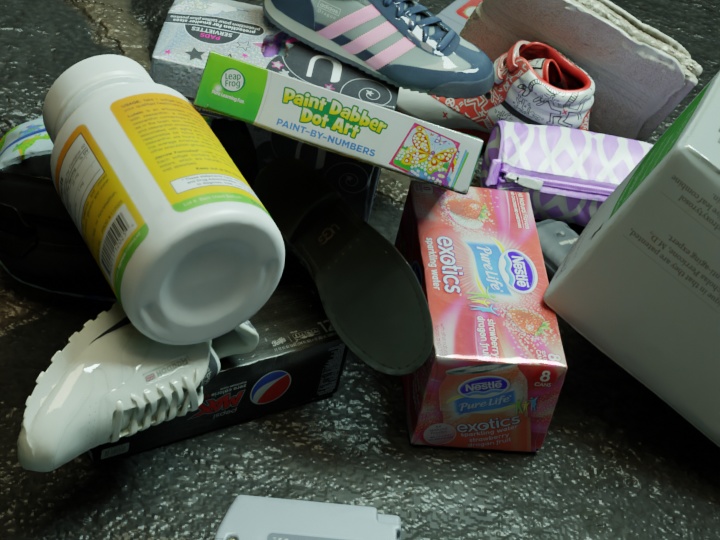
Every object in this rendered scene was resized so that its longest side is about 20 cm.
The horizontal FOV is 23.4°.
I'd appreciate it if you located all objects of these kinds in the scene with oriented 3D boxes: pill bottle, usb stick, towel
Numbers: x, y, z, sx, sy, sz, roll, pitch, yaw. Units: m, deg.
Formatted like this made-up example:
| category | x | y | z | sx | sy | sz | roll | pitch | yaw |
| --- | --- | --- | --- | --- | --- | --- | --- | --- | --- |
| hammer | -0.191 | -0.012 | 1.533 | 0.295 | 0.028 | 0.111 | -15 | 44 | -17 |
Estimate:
| category | x | y | z | sx | sy | sz | roll | pitch | yaw |
| --- | --- | --- | --- | --- | --- | --- | --- | --- | --- |
| pill bottle | -0.140 | -0.055 | 1.158 | 0.111 | 0.111 | 0.200 | -12 | 46 | -26 |
| usb stick | 0.204 | 0.027 | 1.404 | 0.055 | 0.033 | 0.200 | -20 | 50 | -31 |
| towel | 0.190 | -0.188 | 1.538 | 0.200 | 0.133 | 0.035 | 30 | 54 | -3 |

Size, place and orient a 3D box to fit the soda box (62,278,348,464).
| category | x | y | z | sx | sy | sz | roll | pitch | yaw |
| --- | --- | --- | --- | --- | --- | --- | --- | --- | --- |
| soda box | -0.112 | 0.070 | 1.252 | 0.200 | 0.063 | 0.071 | -14 | 47 | -28 |

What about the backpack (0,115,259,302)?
| category | x | y | z | sx | sy | sz | roll | pitch | yaw |
| --- | --- | --- | --- | --- | --- | --- | --- | --- | --- |
| backpack | -0.185 | -0.050 | 1.315 | 0.200 | 0.163 | 0.154 | -8 | 36 | -12 |

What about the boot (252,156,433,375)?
| category | x | y | z | sx | sy | sz | roll | pitch | yaw |
| --- | --- | --- | --- | --- | --- | --- | --- | --- | --- |
| boot | 0.000 | 0.000 | 1.301 | 0.069 | 0.174 | 0.200 | -35 | 75 | 3 |

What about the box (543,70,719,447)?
| category | x | y | z | sx | sy | sz | roll | pitch | yaw |
| --- | --- | --- | --- | --- | --- | --- | --- | --- | --- |
| box | 0.281 | -0.010 | 1.301 | 0.200 | 0.171 | 0.199 | 38 | 32 | 2 |

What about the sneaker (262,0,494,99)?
| category | x | y | z | sx | sy | sz | roll | pitch | yaw |
| --- | --- | --- | --- | --- | --- | --- | --- | --- | --- |
| sneaker | 0.020 | -0.203 | 1.381 | 0.200 | 0.082 | 0.070 | 22 | 39 | 4 |

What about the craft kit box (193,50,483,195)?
| category | x | y | z | sx | sy | sz | roll | pitch | yaw |
| --- | --- | --- | --- | --- | --- | --- | --- | --- | --- |
| craft kit box | -0.015 | -0.108 | 1.265 | 0.197 | 0.049 | 0.200 | 15 | 5 | -2 |

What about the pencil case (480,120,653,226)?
| category | x | y | z | sx | sy | sz | roll | pitch | yaw |
| --- | --- | --- | --- | --- | --- | --- | --- | --- | --- |
| pencil case | 0.197 | -0.076 | 1.477 | 0.200 | 0.084 | 0.086 | 7 | 6 | -4 |

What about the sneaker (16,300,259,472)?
| category | x | y | z | sx | sy | sz | roll | pitch | yaw |
| --- | --- | --- | --- | --- | --- | --- | --- | --- | --- |
| sneaker | -0.147 | 0.071 | 1.144 | 0.080 | 0.076 | 0.200 | 34 | 46 | 10 |

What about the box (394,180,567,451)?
| category | x | y | z | sx | sy | sz | roll | pitch | yaw |
| --- | --- | --- | --- | --- | --- | --- | --- | --- | --- |
| box | 0.086 | 0.032 | 1.321 | 0.102 | 0.095 | 0.200 | 6 | 41 | -9 |

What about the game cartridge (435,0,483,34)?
| category | x | y | z | sx | sy | sz | roll | pitch | yaw |
| --- | --- | --- | --- | --- | --- | --- | --- | --- | --- |
| game cartridge | 0.156 | -0.230 | 1.682 | 0.133 | 0.041 | 0.200 | 33 | 45 | 16 |

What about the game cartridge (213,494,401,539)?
| category | x | y | z | sx | sy | sz | roll | pitch | yaw |
| --- | --- | --- | --- | --- | --- | --- | --- | --- | --- |
| game cartridge | -0.041 | 0.231 | 1.106 | 0.133 | 0.042 | 0.200 | 3 | 41 | 0 |

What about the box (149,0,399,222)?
| category | x | y | z | sx | sy | sz | roll | pitch | yaw |
| --- | --- | --- | --- | --- | --- | --- | --- | --- | --- |
| box | -0.073 | -0.134 | 1.439 | 0.200 | 0.132 | 0.115 | 11 | 40 | -2 |

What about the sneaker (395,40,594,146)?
| category | x | y | z | sx | sy | sz | roll | pitch | yaw |
| --- | --- | --- | --- | --- | --- | --- | --- | --- | --- |
| sneaker | 0.111 | -0.165 | 1.540 | 0.201 | 0.108 | 0.067 | 25 | 42 | 14 |
